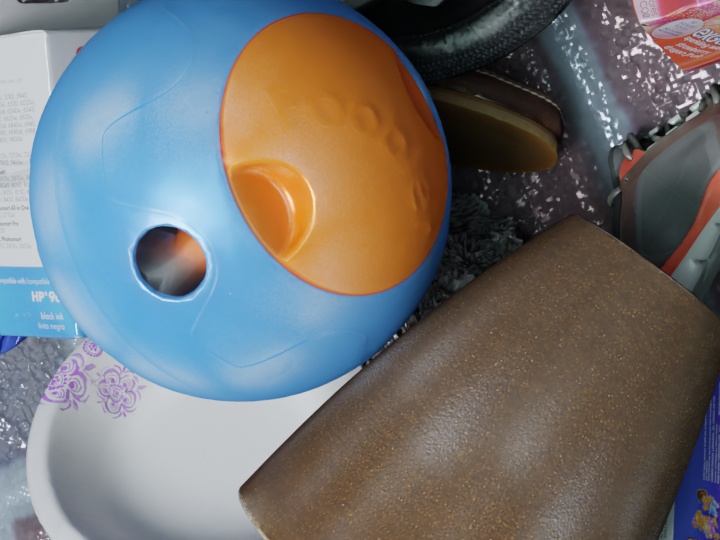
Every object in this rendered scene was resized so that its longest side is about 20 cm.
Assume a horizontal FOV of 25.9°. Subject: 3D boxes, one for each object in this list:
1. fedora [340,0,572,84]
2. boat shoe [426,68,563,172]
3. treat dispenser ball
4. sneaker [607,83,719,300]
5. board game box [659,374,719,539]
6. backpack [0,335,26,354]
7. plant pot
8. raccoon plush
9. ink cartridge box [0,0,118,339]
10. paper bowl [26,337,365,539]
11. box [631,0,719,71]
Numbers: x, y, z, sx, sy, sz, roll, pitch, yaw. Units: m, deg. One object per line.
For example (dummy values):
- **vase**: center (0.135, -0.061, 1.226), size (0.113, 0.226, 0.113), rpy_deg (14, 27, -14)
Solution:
- **fedora**: center (0.037, -0.189, 0.833), size (0.200, 0.092, 0.201), rpy_deg (1, 94, 15)
- **boat shoe**: center (0.020, -0.109, 0.875), size (0.200, 0.070, 0.070), rpy_deg (15, 66, 10)
- **treat dispenser ball**: center (-0.056, -0.038, 0.747), size (0.200, 0.201, 0.201), rpy_deg (4, 103, 19)
- **sneaker**: center (0.172, -0.058, 0.829), size (0.082, 0.077, 0.200), rpy_deg (33, 109, 19)
- **board game box**: center (0.129, 0.159, 0.804), size (0.134, 0.045, 0.201), rpy_deg (-23, 56, 54)
- **backpack**: center (-0.243, -0.065, 0.934), size (0.167, 0.163, 0.200), rpy_deg (16, 106, -13)
- **plant pot**: center (0.075, 0.079, 0.736), size (0.187, 0.187, 0.200), rpy_deg (37, 91, 9)
- **raccoon plush**: center (0.000, 0.000, 0.866), size (0.200, 0.134, 0.097), rpy_deg (27, 113, 16)
- **ink cartridge box**: center (-0.143, -0.072, 0.852), size (0.068, 0.116, 0.201), rpy_deg (0, 100, 38)
- **paper bowl**: center (-0.082, 0.114, 0.907), size (0.200, 0.201, 0.104), rpy_deg (7, 144, 18)
- **box**: center (0.167, -0.210, 0.755), size (0.095, 0.100, 0.201), rpy_deg (-16, 77, 21)
